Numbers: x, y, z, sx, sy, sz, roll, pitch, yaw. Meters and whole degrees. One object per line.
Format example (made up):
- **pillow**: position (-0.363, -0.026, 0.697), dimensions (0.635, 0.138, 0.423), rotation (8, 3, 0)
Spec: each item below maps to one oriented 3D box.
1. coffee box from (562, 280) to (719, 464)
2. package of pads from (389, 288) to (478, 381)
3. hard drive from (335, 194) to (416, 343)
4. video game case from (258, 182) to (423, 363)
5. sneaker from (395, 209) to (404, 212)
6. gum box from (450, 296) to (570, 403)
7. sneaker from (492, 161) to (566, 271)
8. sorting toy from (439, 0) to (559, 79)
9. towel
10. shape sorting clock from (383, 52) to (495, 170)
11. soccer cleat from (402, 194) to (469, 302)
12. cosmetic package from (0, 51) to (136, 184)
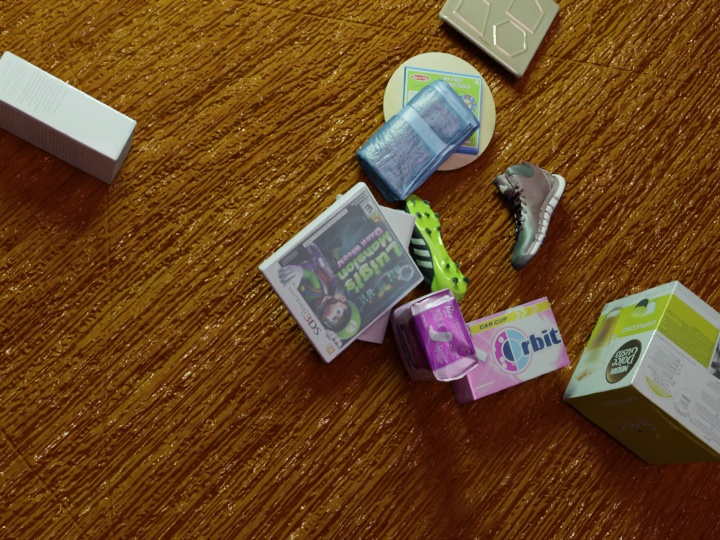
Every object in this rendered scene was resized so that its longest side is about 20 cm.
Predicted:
- **coffee box**: position (0.483, 0.171, 1.469), dimensions (0.199, 0.199, 0.200), rotation (36, 68, -8)
- **package of pads**: position (0.102, 0.100, 1.349), dimensions (0.074, 0.200, 0.123), rotation (-21, 88, -10)
- **hard drive**: position (0.000, 0.000, 1.384), dimensions (0.130, 0.027, 0.204), rotation (13, 96, -26)
- **video game case**: position (-0.024, 0.005, 1.346), dimensions (0.199, 0.023, 0.183), rotation (-40, 114, -12)
- **sneaker**: position (-0.008, -0.031, 1.418), dimensions (0.197, 0.075, 0.088), rotation (-16, 90, -21)
- **gum box**: position (0.232, 0.125, 1.463), dimensions (0.197, 0.066, 0.116), rotation (-16, 84, -23)
- **sneaker**: position (0.261, -0.101, 1.535), dimensions (0.114, 0.076, 0.202), rotation (31, 58, -4)
- **sorting toy**: position (0.247, -0.459, 1.636), dimensions (0.184, 0.036, 0.202), rotation (35, 64, -9)
- **towel**: position (0.092, -0.211, 1.482), dimensions (0.200, 0.048, 0.112), rotation (-44, 95, -11)
- **shape sorting clock**: position (0.133, -0.267, 1.540), dimensions (0.196, 0.039, 0.205), rotation (1, 86, -12)
- **soccer cleat**: position (0.104, -0.029, 1.458), dimensions (0.067, 0.081, 0.203), rotation (3, 54, -42)
- **cosmetic package**: position (-0.425, -0.213, 1.297), dimensions (0.198, 0.101, 0.072), rotation (29, 68, -11)
